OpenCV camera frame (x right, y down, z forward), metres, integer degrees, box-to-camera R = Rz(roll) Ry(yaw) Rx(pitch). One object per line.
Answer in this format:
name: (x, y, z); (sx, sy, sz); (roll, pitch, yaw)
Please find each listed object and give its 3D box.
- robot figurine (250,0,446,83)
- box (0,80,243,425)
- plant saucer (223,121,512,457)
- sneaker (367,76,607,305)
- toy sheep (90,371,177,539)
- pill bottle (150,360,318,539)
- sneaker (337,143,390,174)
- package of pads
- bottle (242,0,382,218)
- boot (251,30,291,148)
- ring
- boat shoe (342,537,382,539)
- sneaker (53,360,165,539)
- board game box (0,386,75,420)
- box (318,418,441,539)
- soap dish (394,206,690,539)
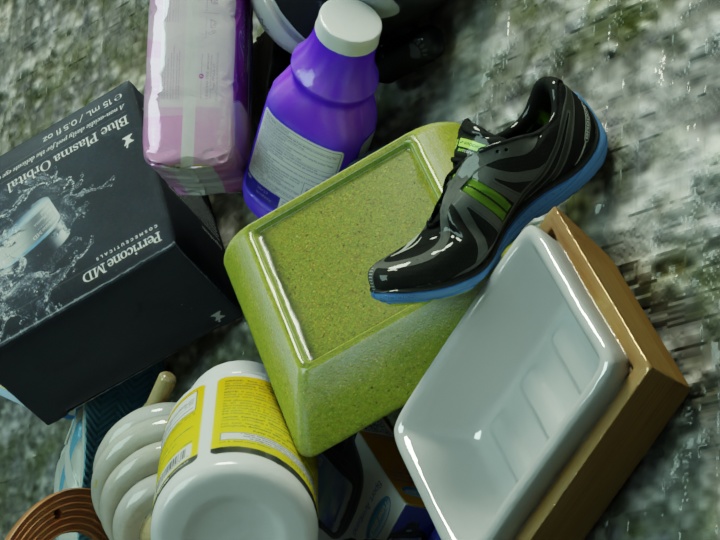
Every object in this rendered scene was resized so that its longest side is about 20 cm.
robot figurine: (0.003, -0.231, 1.717); (0.200, 0.124, 0.151); (-28, 50, 50)
box: (-0.224, -0.016, 1.919); (0.196, 0.117, 0.201); (-30, 49, 10)
plant saucer: (0.008, -0.002, 1.587); (0.199, 0.048, 0.201); (-29, 50, 6)
sneaker: (0.073, -0.051, 1.496); (0.199, 0.083, 0.071); (-43, 25, -19)
toy sheep: (-0.146, 0.160, 1.801); (0.138, 0.137, 0.200); (-60, 21, 24)
pill bottle: (-0.084, 0.141, 1.610); (0.200, 0.112, 0.113); (-92, 27, -68)
sneaker: (0.000, 0.000, 1.677); (0.074, 0.082, 0.201); (11, 64, 38)
package of pads: (-0.121, -0.164, 1.770); (0.121, 0.075, 0.202); (76, -165, -81)
bottle: (-0.030, -0.112, 1.713); (0.065, 0.083, 0.201); (-50, -15, -42)
boot: (-0.086, -0.173, 1.882); (0.174, 0.069, 0.202); (5, 84, 58)
ring: (-0.241, 0.271, 1.846); (0.019, 0.200, 0.202); (6, 83, 31)
boat shoe: (-0.001, 0.210, 1.559); (0.199, 0.072, 0.065); (-30, 71, 27)
sneaker: (-0.220, 0.146, 1.967); (0.081, 0.076, 0.202); (0, 77, 59)
board game box: (-0.284, 0.023, 2.127); (0.200, 0.056, 0.197); (16, 92, 58)
box: (-0.008, 0.171, 1.662); (0.120, 0.041, 0.200); (-63, 32, 20)
soap dish: (0.113, 0.087, 1.465); (0.201, 0.081, 0.158); (-59, 36, 27)
